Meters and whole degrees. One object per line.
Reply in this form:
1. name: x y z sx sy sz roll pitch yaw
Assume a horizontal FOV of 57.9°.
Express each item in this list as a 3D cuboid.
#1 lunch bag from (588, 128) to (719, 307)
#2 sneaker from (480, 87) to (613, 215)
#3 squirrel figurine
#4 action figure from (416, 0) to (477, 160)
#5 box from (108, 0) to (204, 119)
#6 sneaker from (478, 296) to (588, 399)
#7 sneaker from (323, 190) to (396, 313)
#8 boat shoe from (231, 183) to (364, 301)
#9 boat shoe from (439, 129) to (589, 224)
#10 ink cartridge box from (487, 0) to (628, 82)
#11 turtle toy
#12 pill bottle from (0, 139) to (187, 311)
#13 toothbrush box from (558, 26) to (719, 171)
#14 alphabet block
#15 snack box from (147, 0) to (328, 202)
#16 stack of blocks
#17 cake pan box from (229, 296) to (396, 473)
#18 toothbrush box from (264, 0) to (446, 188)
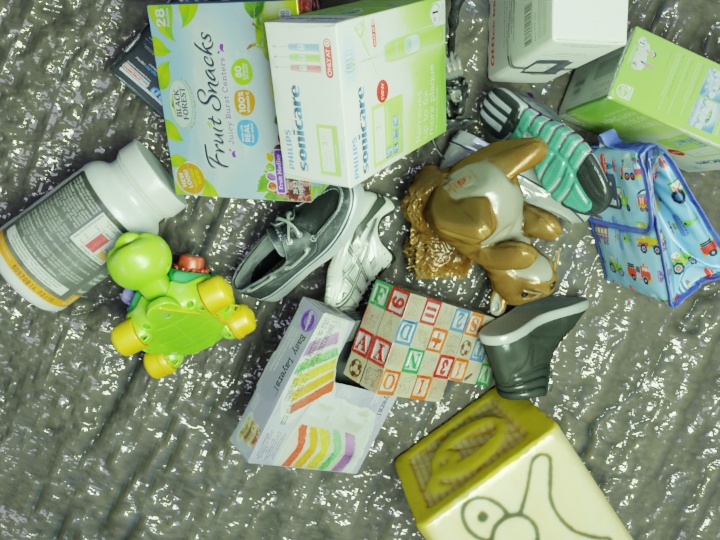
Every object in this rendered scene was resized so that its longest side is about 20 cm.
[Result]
1. lunch bag: 0.336 -0.078 0.781 0.094 0.151 0.201 -28 103 -2
2. sneaker: 0.236 -0.152 0.773 0.087 0.075 0.200 -19 62 -38
3. squirrel figurine: 0.146 -0.039 0.782 0.187 0.199 0.142 52 58 -36
4. action figure: 0.079 -0.237 0.774 0.118 0.102 0.202 5 92 29
5. box: -0.171 -0.229 0.785 0.200 0.046 0.159 41 90 -8
6. sneaker: 0.223 0.096 0.811 0.199 0.070 0.100 -19 104 -40
7. sneaker: 0.000 0.000 0.806 0.087 0.076 0.202 6 95 -5
8. boat shoe: -0.078 -0.038 0.763 0.200 0.068 0.072 -41 59 25
9. boat shoe: 0.192 -0.102 0.818 0.199 0.072 0.066 29 96 -6
10. ink cartridge box: 0.216 -0.305 0.737 0.084 0.200 0.146 0 95 -8
11. turtle toy: -0.218 0.032 0.751 0.145 0.200 0.102 -26 59 -2
12. pill bottle: -0.309 -0.054 0.752 0.199 0.116 0.117 -36 97 -1
13. toothbrush box: 0.365 -0.196 0.779 0.198 0.146 0.087 20 94 -7
14. alphabet block: 0.181 0.288 0.789 0.195 0.196 0.201 -35 97 -3
15. snack box: -0.125 -0.181 0.696 0.167 0.068 0.202 6 114 15
16. stack of blocks: 0.085 0.092 0.777 0.199 0.058 0.116 16 94 -44
17. cake pan box: -0.033 0.141 0.779 0.184 0.052 0.201 24 95 -45
18. toothbrush box: 0.006 -0.188 0.656 0.086 0.200 0.147 14 122 32
